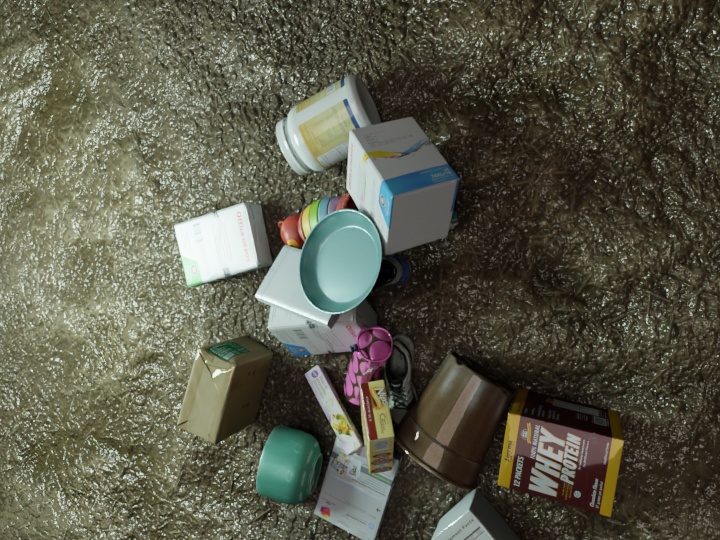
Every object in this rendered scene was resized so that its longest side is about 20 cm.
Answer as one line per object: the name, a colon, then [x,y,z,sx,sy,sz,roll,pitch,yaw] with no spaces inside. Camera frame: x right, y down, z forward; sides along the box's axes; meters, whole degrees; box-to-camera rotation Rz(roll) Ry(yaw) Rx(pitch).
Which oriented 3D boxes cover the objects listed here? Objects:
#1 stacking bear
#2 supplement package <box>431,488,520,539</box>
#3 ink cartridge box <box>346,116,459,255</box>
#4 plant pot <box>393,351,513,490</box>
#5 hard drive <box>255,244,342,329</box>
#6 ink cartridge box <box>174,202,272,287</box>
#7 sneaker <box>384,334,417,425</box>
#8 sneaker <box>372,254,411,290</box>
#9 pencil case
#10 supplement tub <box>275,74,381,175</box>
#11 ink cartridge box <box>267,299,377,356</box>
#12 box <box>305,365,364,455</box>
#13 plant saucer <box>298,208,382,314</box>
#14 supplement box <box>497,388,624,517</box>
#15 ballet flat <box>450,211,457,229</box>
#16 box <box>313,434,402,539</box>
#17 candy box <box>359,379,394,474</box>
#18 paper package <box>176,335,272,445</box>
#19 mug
stacking bear: [-0.087,-0.095,1.379,0.195,0.122,0.116,-12,48,29]
supplement package: [0.253,0.571,1.286,0.117,0.116,0.201,-45,78,16]
ink cartridge box: [0.074,-0.167,1.232,0.142,0.149,0.202,-16,52,-18]
plant pot: [0.191,0.284,1.264,0.197,0.200,0.202,30,94,15]
hard drive: [-0.110,0.030,1.312,0.196,0.027,0.134,17,68,31]
ink cartridge box: [-0.313,-0.058,1.471,0.194,0.084,0.151,-13,89,19]
sneaker: [0.077,0.242,1.348,0.073,0.087,0.207,-4,93,17]
sneaker: [0.001,0.000,1.346,0.193,0.115,0.083,-4,90,19]
pencil case: [0.012,0.204,1.314,0.088,0.202,0.096,-1,53,-9]
supplement tub: [-0.065,-0.300,1.339,0.196,0.144,0.148,-23,85,19]
ink cartridge box: [-0.076,0.111,1.356,0.194,0.147,0.088,-8,58,18]
box: [-0.057,0.305,1.398,0.038,0.041,0.203,-32,69,3]
plant saucer: [-0.034,-0.015,1.237,0.195,0.036,0.207,-10,72,32]
supplement box: [0.372,0.328,1.189,0.194,0.197,0.137,10,96,19]
ballet flat: [0.112,-0.106,1.337,0.195,0.071,0.074,15,98,20]
box: [-0.006,0.474,1.414,0.152,0.041,0.206,19,98,18]
candy box: [0.033,0.321,1.293,0.053,0.202,0.118,-7,55,-4]
paper package: [-0.295,0.260,1.422,0.101,0.199,0.196,19,98,16]
mug: [-0.147,0.436,1.417,0.111,0.186,0.156,12,74,12]
